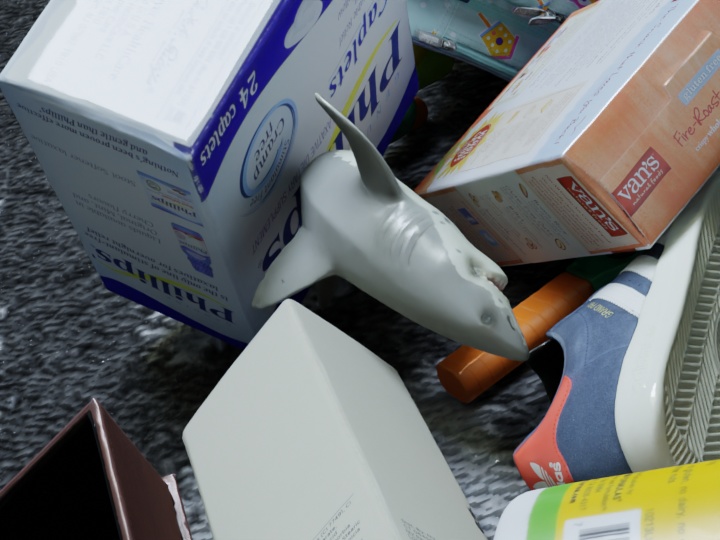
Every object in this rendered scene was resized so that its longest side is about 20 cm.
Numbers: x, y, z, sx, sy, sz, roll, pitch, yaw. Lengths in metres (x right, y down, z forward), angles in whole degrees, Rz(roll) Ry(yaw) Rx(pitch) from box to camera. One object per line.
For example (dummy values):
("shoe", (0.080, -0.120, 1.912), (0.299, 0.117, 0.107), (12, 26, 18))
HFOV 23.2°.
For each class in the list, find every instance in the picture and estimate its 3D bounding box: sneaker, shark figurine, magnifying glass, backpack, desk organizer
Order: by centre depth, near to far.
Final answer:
("desk organizer", (-0.080, 0.150, 0.562), (0.071, 0.077, 0.201), (-22, 57, 3))
("sneaker", (0.117, 0.023, 0.725), (0.084, 0.075, 0.200), (-20, 20, 35))
("shark figurine", (-0.013, -0.012, 0.784), (0.090, 0.128, 0.214), (-45, 17, -2))
("magnifying glass", (0.119, -0.002, 0.817), (0.199, 0.023, 0.079), (-33, 30, -19))
("backpack", (0.101, -0.187, 0.981), (0.198, 0.155, 0.176), (15, 25, -7))

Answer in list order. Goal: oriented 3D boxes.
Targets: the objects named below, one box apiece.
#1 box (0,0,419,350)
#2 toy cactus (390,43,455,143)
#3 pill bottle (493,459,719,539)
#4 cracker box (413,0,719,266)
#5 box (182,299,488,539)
("box", (-0.061, -0.090, 0.843), (0.104, 0.200, 0.185), (22, 68, 17))
("toy cactus", (-0.025, -0.077, 0.988), (0.198, 0.103, 0.165), (-18, 38, -10))
("pill bottle", (0.147, 0.106, 0.519), (0.198, 0.112, 0.111), (-12, 31, 20))
("cracker box", (0.111, -0.070, 0.793), (0.134, 0.058, 0.200), (-48, 10, -12))
("box", (-0.007, 0.098, 0.665), (0.082, 0.068, 0.200), (-51, 26, 13))
